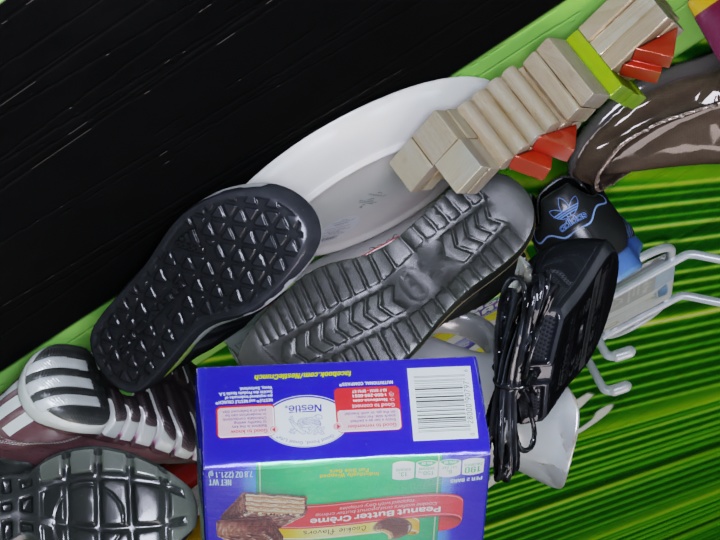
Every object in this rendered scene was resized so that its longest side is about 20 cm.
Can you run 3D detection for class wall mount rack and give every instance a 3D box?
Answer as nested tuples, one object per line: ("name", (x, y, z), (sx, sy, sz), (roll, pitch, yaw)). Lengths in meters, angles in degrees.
("wall mount rack", (0.264, 0.031, 2.134), (0.173, 0.075, 0.200), (-27, 163, -4))

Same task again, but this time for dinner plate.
("dinner plate", (0.004, -0.052, 1.596), (0.199, 0.024, 0.200), (-25, 163, -8))

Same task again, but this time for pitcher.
("pitcher", (0.020, 0.080, 1.704), (0.199, 0.172, 0.122), (-2, 119, -19))

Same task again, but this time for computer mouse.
("computer mouse", (0.109, 0.033, 1.622), (0.200, 0.052, 0.139), (-41, 143, -62))

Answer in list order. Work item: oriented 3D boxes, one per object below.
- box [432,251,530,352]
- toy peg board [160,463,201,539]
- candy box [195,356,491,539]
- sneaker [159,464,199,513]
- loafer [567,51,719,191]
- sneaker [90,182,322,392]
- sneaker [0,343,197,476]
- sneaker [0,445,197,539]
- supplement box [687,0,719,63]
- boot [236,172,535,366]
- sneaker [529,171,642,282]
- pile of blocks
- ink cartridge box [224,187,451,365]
("box", (0.062, 0.033, 1.887), (0.117, 0.049, 0.200), (-25, 161, -12))
("toy peg board", (-0.142, 0.196, 1.816), (0.098, 0.199, 0.200), (-37, 168, -27))
("candy box", (-0.013, 0.140, 1.567), (0.168, 0.077, 0.201), (-3, 144, -3))
("sneaker", (-0.059, 0.155, 1.852), (0.140, 0.199, 0.078), (102, 7, -60))
("loafer", (0.229, -0.101, 1.715), (0.199, 0.071, 0.073), (-28, 163, 1))
("sneaker", (-0.086, 0.001, 1.564), (0.200, 0.072, 0.083), (-35, 175, 38))
("sneaker", (-0.179, 0.101, 1.691), (0.115, 0.076, 0.200), (-31, 153, 26))
("sneaker", (-0.198, 0.155, 1.637), (0.199, 0.076, 0.079), (-3, 164, 4))
("supplement box", (0.296, -0.097, 1.611), (0.085, 0.201, 0.110), (-33, 162, 19))
("boot", (0.025, 0.027, 1.616), (0.199, 0.078, 0.138), (-30, 168, -1))
("sneaker", (0.151, -0.031, 1.819), (0.070, 0.078, 0.200), (-31, -176, 1))
("pile of blocks", (0.116, -0.091, 1.545), (0.199, 0.062, 0.082), (-34, 159, -7))
("ink cartridge box", (0.000, 0.000, 1.703), (0.199, 0.044, 0.174), (-28, 162, 1))
